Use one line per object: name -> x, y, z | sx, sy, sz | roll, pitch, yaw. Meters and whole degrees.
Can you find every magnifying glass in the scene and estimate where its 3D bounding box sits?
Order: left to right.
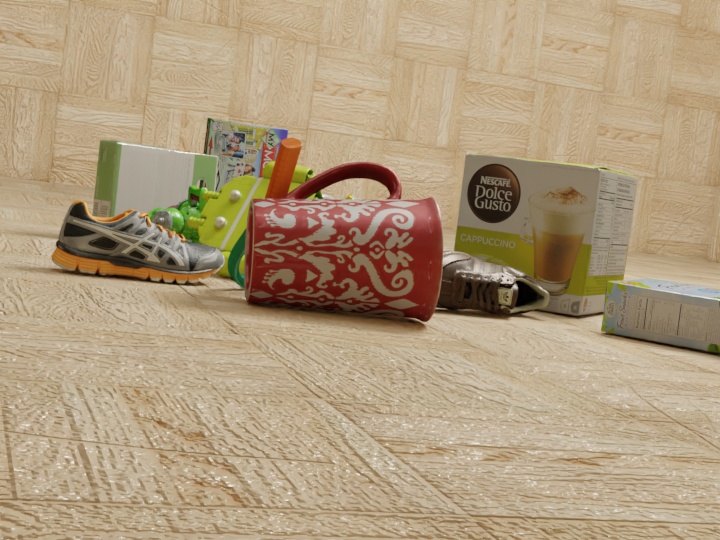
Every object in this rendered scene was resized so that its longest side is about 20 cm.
magnifying glass -> -0.100, -0.060, 1.337 | 0.079, 0.202, 0.022 | -16, 48, -38

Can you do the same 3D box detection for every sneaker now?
sneaker -> -0.247, -0.030, 1.361 | 0.197, 0.079, 0.078 | 7, 3, -28
sneaker -> 0.152, 0.018, 1.459 | 0.198, 0.072, 0.075 | 2, 8, -42

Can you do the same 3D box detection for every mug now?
mug -> -0.025, -0.026, 1.295 | 0.197, 0.135, 0.178 | 2, 29, -11

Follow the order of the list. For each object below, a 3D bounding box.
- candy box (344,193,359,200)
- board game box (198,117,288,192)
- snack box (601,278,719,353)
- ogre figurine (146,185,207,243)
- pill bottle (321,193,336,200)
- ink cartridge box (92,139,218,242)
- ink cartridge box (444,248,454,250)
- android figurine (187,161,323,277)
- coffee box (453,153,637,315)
candy box -> 0.056, -0.046, 1.781 | 0.199, 0.027, 0.102 | 37, 2, -2
board game box -> -0.196, -0.139, 1.957 | 0.133, 0.203, 0.029 | 5, 7, -20
snack box -> 0.413, 0.055, 1.449 | 0.197, 0.069, 0.168 | 8, 5, 29
ogre figurine -> -0.242, -0.066, 1.679 | 0.198, 0.100, 0.119 | 18, -12, -29
pill bottle -> -0.127, -0.072, 1.818 | 0.198, 0.113, 0.110 | 12, 7, 41
ink cartridge box -> -0.306, -0.112, 1.795 | 0.047, 0.148, 0.199 | 9, 5, 38
ink cartridge box -> 0.112, -0.023, 2.006 | 0.197, 0.051, 0.162 | 13, 6, 23
android figurine -> -0.126, -0.063, 1.525 | 0.197, 0.183, 0.041 | 12, -33, 24
coffee box -> 0.260, -0.054, 1.690 | 0.197, 0.201, 0.199 | 10, 5, 27
